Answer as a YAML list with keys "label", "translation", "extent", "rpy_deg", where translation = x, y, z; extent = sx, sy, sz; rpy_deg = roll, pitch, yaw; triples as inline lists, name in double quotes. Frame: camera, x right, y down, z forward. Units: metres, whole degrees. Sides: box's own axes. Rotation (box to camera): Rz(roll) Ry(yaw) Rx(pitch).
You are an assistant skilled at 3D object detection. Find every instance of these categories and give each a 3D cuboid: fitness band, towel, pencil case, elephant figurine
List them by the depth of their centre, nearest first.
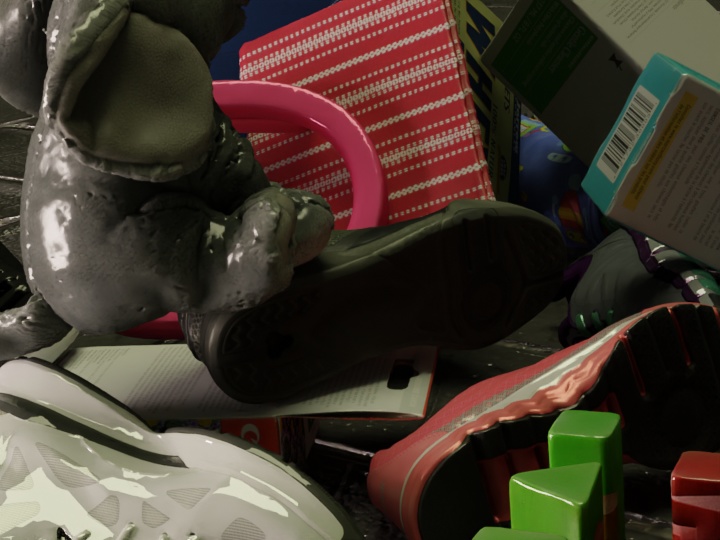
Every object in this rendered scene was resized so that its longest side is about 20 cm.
- label: "elephant figurine"
  translation: [-0.096, -0.086, 0.662]
  extent: [0.140, 0.202, 0.155]
  rpy_deg: [-2, 26, 25]
- label: "fitness band"
  translation: [-0.082, -0.034, 0.862]
  extent: [0.197, 0.146, 0.038]
  rpy_deg: [-2, -23, 9]
- label: "towel"
  translation: [0.004, -0.061, 0.884]
  extent: [0.143, 0.203, 0.022]
  rpy_deg: [-19, -22, 22]
- label: "pencil case"
  translation: [0.137, -0.066, 1.105]
  extent: [0.087, 0.079, 0.199]
  rpy_deg: [-40, 30, -17]

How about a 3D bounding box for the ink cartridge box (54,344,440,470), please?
- label: "ink cartridge box"
  translation: [-0.061, 0.074, 0.758]
  extent: [0.197, 0.051, 0.109]
  rpy_deg: [-1, 16, 8]

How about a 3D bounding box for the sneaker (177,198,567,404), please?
- label: "sneaker"
  translation: [0.000, 0.000, 0.767]
  extent: [0.197, 0.077, 0.114]
  rpy_deg: [-17, 26, -22]

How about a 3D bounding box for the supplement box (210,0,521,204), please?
- label: "supplement box"
  translation: [-0.019, -0.112, 1.038]
  extent: [0.198, 0.136, 0.199]
  rpy_deg: [-3, -14, 28]

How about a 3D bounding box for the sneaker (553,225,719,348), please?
- label: "sneaker"
  translation: [0.155, 0.036, 0.836]
  extent: [0.087, 0.075, 0.200]
  rpy_deg: [-33, 19, 8]

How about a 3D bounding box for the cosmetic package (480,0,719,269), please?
- label: "cosmetic package"
  translation: [0.185, -0.110, 0.976]
  extent: [0.085, 0.200, 0.108]
  rpy_deg: [-40, -9, -30]

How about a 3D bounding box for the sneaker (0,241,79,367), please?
- label: "sneaker"
  translation: [-0.219, 0.011, 0.855]
  extent: [0.073, 0.112, 0.200]
  rpy_deg: [-44, 14, -10]

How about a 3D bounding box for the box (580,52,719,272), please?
- label: "box"
  translation: [0.221, -0.031, 0.810]
  extent: [0.198, 0.083, 0.049]
  rpy_deg: [24, 16, -17]

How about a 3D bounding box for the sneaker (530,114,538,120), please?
- label: "sneaker"
  translation: [0.166, -0.109, 1.225]
  extent: [0.197, 0.088, 0.080]
  rpy_deg: [2, 16, 22]

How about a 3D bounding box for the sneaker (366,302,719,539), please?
- label: "sneaker"
  translation: [0.087, 0.061, 0.701]
  extent: [0.198, 0.075, 0.087]
  rpy_deg: [-23, 16, -24]

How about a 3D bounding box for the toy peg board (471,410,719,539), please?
- label: "toy peg board"
  translation: [0.116, 0.122, 0.474]
  extent: [0.197, 0.099, 0.200]
  rpy_deg: [2, 19, 23]

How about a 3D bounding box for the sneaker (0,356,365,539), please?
- label: "sneaker"
  translation: [-0.098, 0.119, 0.631]
  extent: [0.198, 0.076, 0.116]
  rpy_deg: [19, 53, 25]
